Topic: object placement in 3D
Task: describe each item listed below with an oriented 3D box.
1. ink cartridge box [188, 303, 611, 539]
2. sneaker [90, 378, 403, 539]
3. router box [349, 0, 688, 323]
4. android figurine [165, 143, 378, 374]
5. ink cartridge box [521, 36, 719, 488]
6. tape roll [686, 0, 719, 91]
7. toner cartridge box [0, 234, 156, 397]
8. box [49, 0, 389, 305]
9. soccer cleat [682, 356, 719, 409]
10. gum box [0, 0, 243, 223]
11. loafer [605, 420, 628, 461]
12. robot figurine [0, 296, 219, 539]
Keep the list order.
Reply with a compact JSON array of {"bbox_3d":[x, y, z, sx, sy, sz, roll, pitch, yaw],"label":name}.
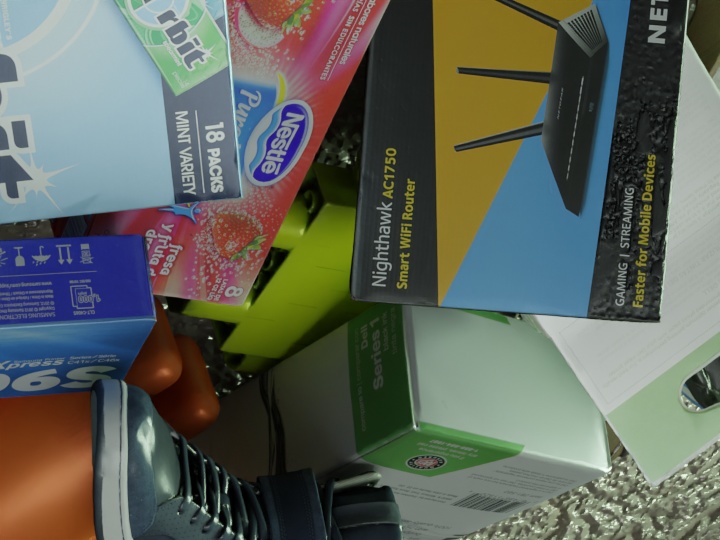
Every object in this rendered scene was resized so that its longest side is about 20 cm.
[{"bbox_3d":[0.015,0.097,1.038,0.146,0.085,0.200,16,147,-37],"label":"ink cartridge box"},{"bbox_3d":[-0.053,0.111,0.898,0.146,0.077,0.203,-6,144,-1],"label":"sneaker"},{"bbox_3d":[0.075,-0.080,0.883,0.149,0.051,0.201,4,93,-1],"label":"router box"},{"bbox_3d":[0.000,0.000,1.011,0.200,0.041,0.182,7,135,-33],"label":"android figurine"},{"bbox_3d":[0.148,-0.011,0.959,0.145,0.048,0.200,-36,108,-2],"label":"ink cartridge box"},{"bbox_3d":[0.141,-0.125,0.986,0.202,0.037,0.203,-13,134,-14],"label":"tape roll"},{"bbox_3d":[-0.197,0.025,0.813,0.199,0.043,0.095,-3,157,-19],"label":"toner cartridge box"},{"bbox_3d":[-0.073,-0.094,0.870,0.094,0.103,0.200,9,124,-30],"label":"box"},{"bbox_3d":[0.163,-0.003,1.041,0.070,0.086,0.200,-32,114,-3],"label":"soccer cleat"},{"bbox_3d":[-0.154,-0.102,0.750,0.199,0.045,0.170,-6,118,-6],"label":"gum box"},{"bbox_3d":[0.123,0.067,1.106,0.071,0.073,0.200,-35,140,-11],"label":"loafer"},{"bbox_3d":[-0.175,0.093,0.979,0.200,0.117,0.144,-33,170,5],"label":"robot figurine"}]
